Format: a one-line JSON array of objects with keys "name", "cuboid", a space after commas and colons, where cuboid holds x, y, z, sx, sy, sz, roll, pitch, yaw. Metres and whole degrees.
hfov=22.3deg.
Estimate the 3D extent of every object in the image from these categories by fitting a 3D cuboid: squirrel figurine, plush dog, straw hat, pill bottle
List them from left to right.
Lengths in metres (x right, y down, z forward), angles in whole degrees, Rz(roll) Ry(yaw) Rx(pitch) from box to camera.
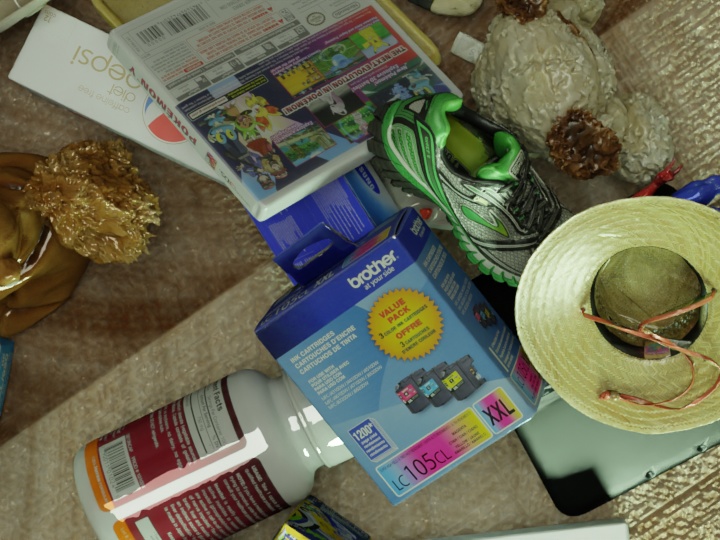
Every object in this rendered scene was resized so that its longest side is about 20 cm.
[{"name": "squirrel figurine", "cuboid": [-0.254, -0.041, 1.382, 0.200, 0.187, 0.142, -23, 86, 3]}, {"name": "pill bottle", "cuboid": [-0.109, 0.146, 1.403, 0.200, 0.113, 0.113, -25, 87, 3]}, {"name": "plush dog", "cuboid": [0.135, -0.143, 1.361, 0.160, 0.172, 0.200, -23, 85, 2]}, {"name": "straw hat", "cuboid": [0.208, 0.014, 1.324, 0.201, 0.085, 0.201, 4, 122, 6]}]

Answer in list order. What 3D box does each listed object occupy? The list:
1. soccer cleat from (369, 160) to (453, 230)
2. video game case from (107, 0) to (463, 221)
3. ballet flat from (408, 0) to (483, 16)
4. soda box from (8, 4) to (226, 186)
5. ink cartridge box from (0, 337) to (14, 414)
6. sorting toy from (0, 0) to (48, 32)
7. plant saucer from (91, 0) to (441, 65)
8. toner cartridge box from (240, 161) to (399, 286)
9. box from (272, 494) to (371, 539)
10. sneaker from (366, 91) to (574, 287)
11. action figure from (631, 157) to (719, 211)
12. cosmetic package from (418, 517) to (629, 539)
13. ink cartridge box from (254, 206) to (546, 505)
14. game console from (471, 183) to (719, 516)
[{"name": "soccer cleat", "cuboid": [0.020, -0.066, 1.427, 0.200, 0.078, 0.069, 12, 98, 25]}, {"name": "video game case", "cuboid": [-0.054, -0.146, 1.345, 0.200, 0.023, 0.182, -31, 71, -31]}, {"name": "ballet flat", "cuboid": [0.019, -0.273, 1.431, 0.066, 0.057, 0.200, -44, 82, 3]}, {"name": "soda box", "cuboid": [-0.169, -0.134, 1.437, 0.200, 0.064, 0.068, 26, 89, 6]}, {"name": "ink cartridge box", "cuboid": [-0.369, 0.107, 1.380, 0.147, 0.200, 0.145, 13, 90, 4]}, {"name": "sorting toy", "cuboid": [-0.342, -0.252, 1.446, 0.180, 0.107, 0.200, -33, 89, 11]}, {"name": "plant saucer", "cuboid": [-0.074, -0.173, 1.398, 0.200, 0.048, 0.200, -35, 74, -31]}, {"name": "toner cartridge box", "cuboid": [0.000, 0.000, 1.391, 0.095, 0.043, 0.200, -24, 103, 33]}, {"name": "box", "cuboid": [-0.039, 0.220, 1.352, 0.064, 0.200, 0.070, 32, 90, 4]}, {"name": "sneaker", "cuboid": [0.098, -0.054, 1.315, 0.200, 0.085, 0.078, 36, 66, -24]}, {"name": "action figure", "cuboid": [0.240, -0.041, 1.378, 0.200, 0.052, 0.065, -26, 60, 7]}, {"name": "cosmetic package", "cuboid": [0.115, 0.278, 1.413, 0.200, 0.052, 0.151, -6, 86, 4]}, {"name": "ink cartridge box", "cuboid": [0.020, 0.050, 1.330, 0.136, 0.076, 0.200, -36, 98, 20]}, {"name": "game console", "cuboid": [0.200, 0.061, 1.430, 0.200, 0.116, 0.176, -28, 57, 2]}]
